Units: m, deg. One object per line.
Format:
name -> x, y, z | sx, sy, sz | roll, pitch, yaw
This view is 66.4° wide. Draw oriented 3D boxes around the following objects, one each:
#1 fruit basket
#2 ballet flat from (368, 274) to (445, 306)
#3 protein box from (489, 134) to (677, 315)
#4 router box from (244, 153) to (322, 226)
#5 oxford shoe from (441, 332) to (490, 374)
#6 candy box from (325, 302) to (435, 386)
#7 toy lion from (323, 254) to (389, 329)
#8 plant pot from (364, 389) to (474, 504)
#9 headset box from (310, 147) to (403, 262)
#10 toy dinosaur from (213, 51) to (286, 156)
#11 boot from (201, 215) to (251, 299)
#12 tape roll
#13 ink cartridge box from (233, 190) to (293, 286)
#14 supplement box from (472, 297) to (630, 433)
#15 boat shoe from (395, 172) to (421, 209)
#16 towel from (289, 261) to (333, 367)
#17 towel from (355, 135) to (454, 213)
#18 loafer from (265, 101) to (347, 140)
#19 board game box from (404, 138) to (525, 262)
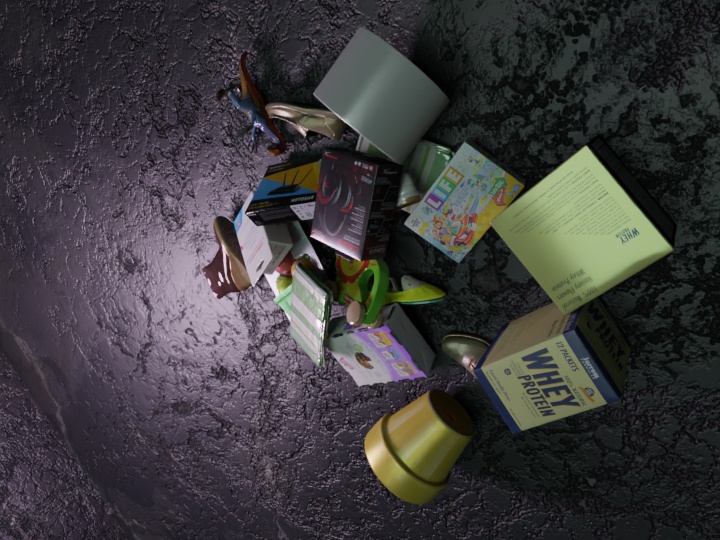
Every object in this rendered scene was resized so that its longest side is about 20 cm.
fruit basket -> -0.159, -0.001, 1.321 | 0.185, 0.094, 0.201 | -38, 71, 37
ballet flat -> 0.086, 0.044, 1.183 | 0.199, 0.067, 0.067 | -11, 94, 36
protein box -> 0.366, -0.076, 0.908 | 0.200, 0.135, 0.198 | 52, 126, 5
router box -> -0.138, -0.175, 1.183 | 0.199, 0.150, 0.051 | -4, 142, 33
oxford shoe -> 0.250, 0.191, 1.129 | 0.199, 0.075, 0.071 | 23, 121, 24
candy box -> 0.037, 0.170, 1.224 | 0.199, 0.072, 0.168 | -17, 121, 38
toy lion -> 0.000, 0.000, 1.159 | 0.200, 0.068, 0.192 | 35, 105, 55
plant pot -> 0.142, 0.372, 1.211 | 0.201, 0.201, 0.189 | 43, 112, 10
headset box -> -0.012, -0.118, 1.041 | 0.148, 0.075, 0.201 | 28, 116, 38
toy dinosaur -> -0.229, -0.344, 1.214 | 0.181, 0.105, 0.200 | 30, 112, -5
boot -> -0.367, -0.028, 1.435 | 0.166, 0.072, 0.201 | -20, 101, 34
tape roll -> 0.037, -0.303, 0.962 | 0.203, 0.203, 0.139 | 42, 104, 11
ink cartridge box -> -0.223, -0.071, 1.274 | 0.115, 0.068, 0.201 | -49, 49, 37
supplement box -> 0.343, 0.155, 0.976 | 0.199, 0.200, 0.135 | -33, 91, 36
boat shoe -> 0.034, -0.144, 1.094 | 0.199, 0.071, 0.070 | -15, 91, 44
towel -> -0.112, 0.098, 1.220 | 0.152, 0.023, 0.201 | 39, 133, 43
towel -> 0.076, -0.208, 1.102 | 0.199, 0.023, 0.153 | 29, 123, 18
loafer -> -0.117, -0.315, 1.155 | 0.199, 0.076, 0.068 | 16, 111, 27
board game box -> 0.193, -0.127, 1.036 | 0.134, 0.034, 0.200 | 35, 122, -1
